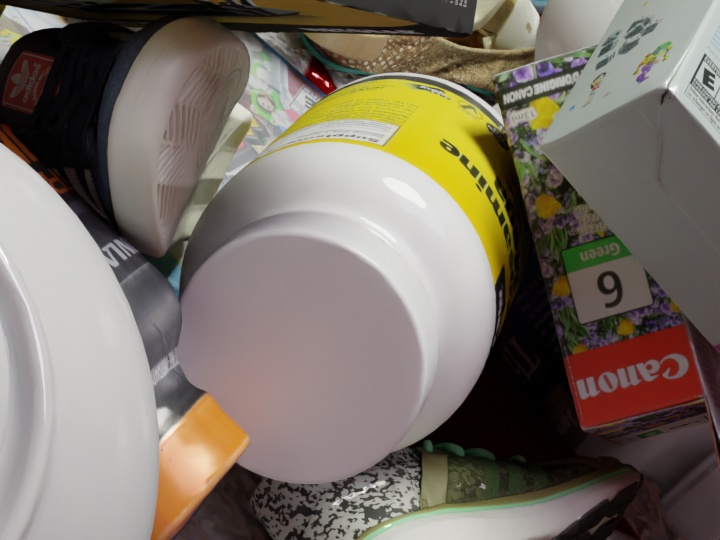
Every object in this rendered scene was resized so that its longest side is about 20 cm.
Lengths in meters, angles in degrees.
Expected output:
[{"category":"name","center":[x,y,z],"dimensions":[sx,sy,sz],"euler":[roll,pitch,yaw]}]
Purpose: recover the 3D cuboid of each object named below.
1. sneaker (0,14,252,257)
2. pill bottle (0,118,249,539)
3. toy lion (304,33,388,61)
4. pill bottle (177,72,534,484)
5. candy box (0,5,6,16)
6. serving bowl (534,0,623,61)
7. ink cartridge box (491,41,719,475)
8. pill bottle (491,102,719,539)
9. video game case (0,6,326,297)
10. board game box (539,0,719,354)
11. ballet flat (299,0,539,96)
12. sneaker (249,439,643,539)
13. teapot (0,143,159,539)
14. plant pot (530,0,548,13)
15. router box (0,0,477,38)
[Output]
[{"category":"sneaker","center":[-0.087,-0.052,0.624],"dimensions":[0.084,0.075,0.200],"euler":[26,-6,-1]},{"category":"pill bottle","center":[-0.126,0.009,0.560],"dimensions":[0.200,0.106,0.106],"euler":[44,31,-1]},{"category":"toy lion","center":[-0.090,-0.181,0.846],"dimensions":[0.199,0.069,0.192],"euler":[4,36,-40]},{"category":"pill bottle","center":[0.000,0.000,0.679],"dimensions":[0.112,0.113,0.200],"euler":[42,21,-3]},{"category":"candy box","center":[-0.215,-0.171,0.734],"dimensions":[0.102,0.026,0.201],"euler":[7,43,-43]},{"category":"serving bowl","center":[0.142,-0.057,0.939],"dimensions":[0.201,0.065,0.200],"euler":[60,2,-3]},{"category":"ink cartridge box","center":[0.104,0.025,0.708],"dimensions":[0.109,0.050,0.202],"euler":[27,49,-73]},{"category":"pill bottle","center":[0.116,0.019,0.822],"dimensions":[0.200,0.111,0.111],"euler":[52,32,13]},{"category":"video game case","center":[-0.091,-0.070,0.778],"dimensions":[0.143,0.018,0.200],"euler":[41,31,-7]},{"category":"board game box","center":[0.165,-0.062,0.685],"dimensions":[0.148,0.064,0.200],"euler":[47,48,-16]},{"category":"ballet flat","center":[0.051,-0.131,0.971],"dimensions":[0.199,0.065,0.071],"euler":[-7,57,-52]},{"category":"sneaker","center":[0.035,0.085,0.697],"dimensions":[0.089,0.077,0.199],"euler":[45,26,26]},{"category":"teapot","center":[-0.131,0.041,0.417],"dimensions":[0.200,0.146,0.198],"euler":[42,71,-2]},{"category":"plant pot","center":[0.095,-0.294,1.109],"dimensions":[0.196,0.201,0.200],"euler":[45,30,18]},{"category":"router box","center":[-0.083,-0.111,0.585],"dimensions":[0.156,0.053,0.199],"euler":[6,3,-40]}]
